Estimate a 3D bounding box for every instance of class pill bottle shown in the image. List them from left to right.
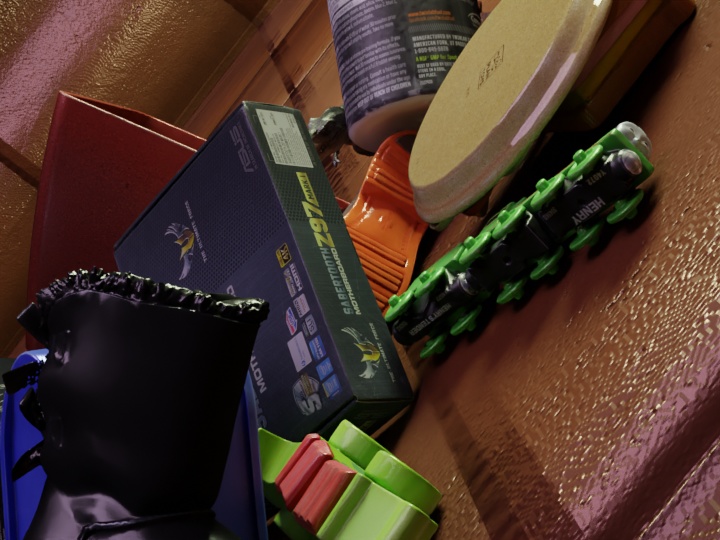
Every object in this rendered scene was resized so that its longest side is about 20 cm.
[{"bbox_3d":[0.029,-0.192,1.101,0.106,0.105,0.203,-32,62,55],"label":"pill bottle"}]

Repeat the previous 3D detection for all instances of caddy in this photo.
[{"bbox_3d":[-0.109,0.116,0.816,0.141,0.104,0.203,-18,74,47],"label":"caddy"}]

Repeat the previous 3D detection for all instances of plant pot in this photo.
[{"bbox_3d":[-0.129,-0.001,1.127,0.200,0.198,0.178,-13,-54,-81],"label":"plant pot"}]

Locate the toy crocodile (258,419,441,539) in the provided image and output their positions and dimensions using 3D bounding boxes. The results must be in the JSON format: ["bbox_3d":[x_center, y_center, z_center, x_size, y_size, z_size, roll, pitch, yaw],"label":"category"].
[{"bbox_3d":[-0.012,0.111,0.764,0.068,0.062,0.200,-54,14,-4],"label":"toy crocodile"}]

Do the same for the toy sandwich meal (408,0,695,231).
[{"bbox_3d":[0.105,-0.103,0.915,0.206,0.070,0.206,-52,16,21],"label":"toy sandwich meal"}]

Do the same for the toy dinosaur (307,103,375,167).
[{"bbox_3d":[0.009,-0.099,1.176,0.047,0.089,0.200,-14,17,20],"label":"toy dinosaur"}]

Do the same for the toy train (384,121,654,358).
[{"bbox_3d":[0.082,-0.015,0.821,0.200,0.042,0.056,-40,8,45],"label":"toy train"}]

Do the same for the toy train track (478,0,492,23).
[{"bbox_3d":[0.064,-0.146,1.197,0.113,0.033,0.202,-2,48,18],"label":"toy train track"}]

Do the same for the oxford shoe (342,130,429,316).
[{"bbox_3d":[0.000,0.000,1.031,0.201,0.071,0.073,-54,-5,-34],"label":"oxford shoe"}]

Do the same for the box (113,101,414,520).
[{"bbox_3d":[-0.064,0.028,0.930,0.158,0.051,0.202,-42,58,38],"label":"box"}]

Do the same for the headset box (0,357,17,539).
[{"bbox_3d":[-0.251,0.117,0.963,0.174,0.197,0.094,-32,-59,-69],"label":"headset box"}]

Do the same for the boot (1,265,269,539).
[{"bbox_3d":[-0.070,0.090,0.686,0.073,0.196,0.165,21,-102,-64],"label":"boot"}]
